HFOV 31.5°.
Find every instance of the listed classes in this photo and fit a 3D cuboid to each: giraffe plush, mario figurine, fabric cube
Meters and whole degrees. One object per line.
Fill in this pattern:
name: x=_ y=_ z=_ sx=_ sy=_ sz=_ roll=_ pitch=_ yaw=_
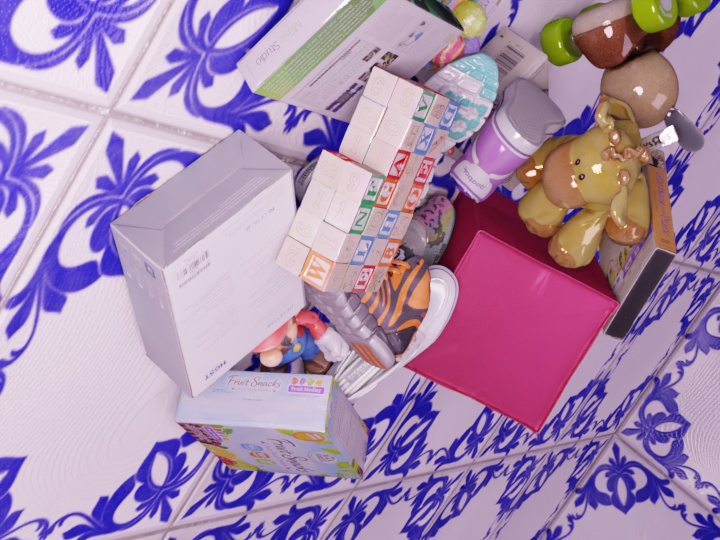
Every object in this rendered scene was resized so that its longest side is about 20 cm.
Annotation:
giraffe plush: x=0.258 y=-0.102 z=1.394 sx=0.199 sy=0.173 sz=0.162 roll=-40 pitch=173 yaw=13
mario figurine: x=-0.090 y=0.085 z=1.364 sx=0.124 sy=0.106 sz=0.200 roll=-46 pitch=158 yaw=-7
fabric cube: x=0.175 y=0.040 z=1.568 sx=0.198 sy=0.198 sz=0.200 roll=-60 pitch=-170 yaw=17

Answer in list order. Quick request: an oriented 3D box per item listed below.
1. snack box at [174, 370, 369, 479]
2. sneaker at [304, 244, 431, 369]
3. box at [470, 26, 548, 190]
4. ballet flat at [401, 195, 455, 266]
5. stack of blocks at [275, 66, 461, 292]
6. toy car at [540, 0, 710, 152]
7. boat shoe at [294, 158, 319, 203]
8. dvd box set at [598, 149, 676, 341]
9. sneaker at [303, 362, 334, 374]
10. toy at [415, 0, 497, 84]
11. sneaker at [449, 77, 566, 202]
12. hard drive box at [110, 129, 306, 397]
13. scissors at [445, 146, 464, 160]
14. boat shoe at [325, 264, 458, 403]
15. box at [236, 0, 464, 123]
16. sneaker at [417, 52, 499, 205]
snack box: x=-0.091 y=0.170 z=1.400 sx=0.200 sy=0.166 sz=0.069 roll=63 pitch=32 yaw=-66
sneaker: x=0.000 y=0.000 z=1.338 sx=0.112 sy=0.077 sz=0.201 roll=-50 pitch=124 yaw=-20
box: x=0.174 y=-0.186 z=1.499 sx=0.082 sy=0.068 sz=0.201 roll=-45 pitch=154 yaw=-12
ballet flat: x=0.045 y=-0.003 z=1.544 sx=0.071 sy=0.069 sz=0.201 roll=11 pitch=117 yaw=-42
stack of blocks: x=0.009 y=-0.082 z=1.189 sx=0.115 sy=0.058 sz=0.202 roll=3 pitch=113 yaw=-63
toy car: x=0.335 y=-0.228 z=1.502 sx=0.163 sy=0.202 sz=0.157 roll=-13 pitch=-170 yaw=47
boat shoe: x=-0.012 y=-0.058 z=1.359 sx=0.069 sy=0.056 sz=0.200 roll=-52 pitch=156 yaw=1
dvd box set: x=0.329 y=-0.034 z=1.536 sx=0.201 sy=0.029 sz=0.147 roll=-81 pitch=-170 yaw=-50
sneaker: x=-0.029 y=0.161 z=1.606 sx=0.084 sy=0.074 sz=0.201 roll=-24 pitch=145 yaw=-33
toy: x=0.093 y=-0.243 z=1.299 sx=0.116 sy=0.047 sz=0.200 roll=-53 pitch=156 yaw=7
sneaker: x=0.147 y=-0.135 z=1.349 sx=0.114 sy=0.073 sz=0.200 roll=-48 pitch=176 yaw=28
hard drive box: x=-0.134 y=-0.002 z=1.181 sx=0.155 sy=0.077 sz=0.201 roll=-39 pitch=150 yaw=-26
scissors: x=0.104 y=-0.148 z=1.495 sx=0.199 sy=0.014 sz=0.074 roll=-6 pitch=127 yaw=-57
boat shoe: x=0.039 y=0.079 z=1.426 sx=0.201 sy=0.073 sz=0.067 roll=-50 pitch=-177 yaw=3
box: x=-0.005 y=-0.202 z=1.148 sx=0.144 sy=0.037 sz=0.199 roll=-40 pitch=162 yaw=20
sneaker: x=0.076 y=-0.159 z=1.337 sx=0.200 sy=0.077 sz=0.092 roll=-49 pitch=-165 yaw=34
